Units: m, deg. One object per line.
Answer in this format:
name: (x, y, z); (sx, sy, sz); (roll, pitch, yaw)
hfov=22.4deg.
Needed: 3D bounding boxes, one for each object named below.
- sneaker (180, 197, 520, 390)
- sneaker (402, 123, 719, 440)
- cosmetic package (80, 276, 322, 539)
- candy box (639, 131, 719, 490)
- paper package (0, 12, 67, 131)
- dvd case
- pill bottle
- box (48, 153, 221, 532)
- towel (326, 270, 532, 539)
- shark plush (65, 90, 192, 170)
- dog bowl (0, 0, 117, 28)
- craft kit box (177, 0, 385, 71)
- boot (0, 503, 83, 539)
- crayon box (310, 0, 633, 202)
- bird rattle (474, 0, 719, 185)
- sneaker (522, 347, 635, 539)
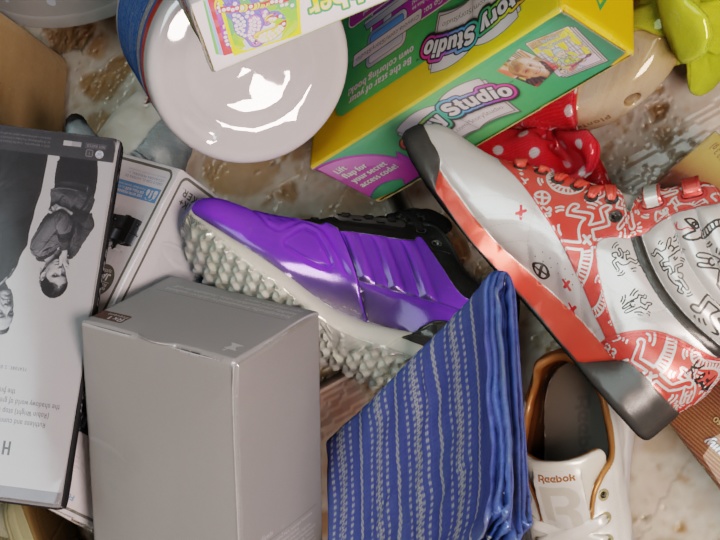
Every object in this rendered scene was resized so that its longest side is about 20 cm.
sneaker: (0.000, 0.000, 1.011); (0.199, 0.070, 0.100); (29, 63, 2)
sneaker: (0.118, -0.023, 0.911); (0.108, 0.067, 0.202); (-41, 71, 3)
cosmetic package: (-0.083, 0.114, 0.984); (0.106, 0.090, 0.201); (15, 113, 29)
candy box: (0.204, 0.042, 0.928); (0.117, 0.056, 0.200); (-41, 61, 11)
paper package: (-0.278, -0.079, 1.121); (0.103, 0.200, 0.192); (-4, 74, 24)
dvd case: (-0.215, 0.019, 0.973); (0.149, 0.025, 0.201); (7, 79, 1)
pill bottle: (-0.081, -0.138, 1.043); (0.112, 0.112, 0.200); (-51, 23, 6)
box: (-0.132, 0.048, 1.042); (0.060, 0.117, 0.201); (16, 77, 39)
towel: (0.025, 0.105, 0.911); (0.200, 0.024, 0.146); (-48, 34, 48)
shark plush: (-0.137, -0.017, 1.112); (0.083, 0.091, 0.201); (-1, 68, -5)
dog bowl: (-0.183, -0.254, 1.172); (0.199, 0.059, 0.201); (-10, 59, 17)
craft kit box: (-0.016, -0.198, 0.927); (0.199, 0.049, 0.198); (-24, 41, -6)
boot: (-0.221, 0.248, 1.074); (0.155, 0.073, 0.201); (-30, 63, 16)
crayon box: (0.059, -0.156, 0.991); (0.200, 0.058, 0.174); (-29, 48, 45)
bird rattle: (0.128, -0.121, 1.010); (0.200, 0.112, 0.164); (-45, 49, 24)
sneaker: (0.106, 0.137, 0.936); (0.072, 0.085, 0.201); (-9, 73, 22)
